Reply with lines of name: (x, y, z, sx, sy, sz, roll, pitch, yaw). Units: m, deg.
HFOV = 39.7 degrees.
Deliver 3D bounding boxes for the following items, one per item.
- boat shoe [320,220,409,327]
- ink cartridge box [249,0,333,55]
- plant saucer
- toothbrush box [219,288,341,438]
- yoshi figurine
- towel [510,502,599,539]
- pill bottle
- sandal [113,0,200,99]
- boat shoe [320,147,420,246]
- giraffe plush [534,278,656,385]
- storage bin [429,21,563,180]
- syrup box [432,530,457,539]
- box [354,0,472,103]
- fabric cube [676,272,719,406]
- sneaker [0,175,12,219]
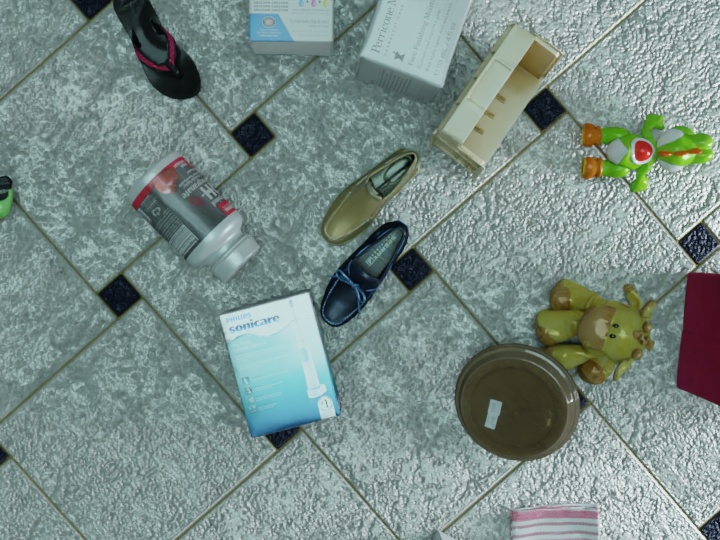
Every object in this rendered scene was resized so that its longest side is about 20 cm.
boat shoe: (0.000, 0.000, 1.571, 0.084, 0.069, 0.200, 31, 91, -2)
ink cartridge box: (-0.103, -0.439, 1.523, 0.128, 0.125, 0.201, 0, 93, -1)
plant saucer: (0.243, 0.212, 1.569, 0.199, 0.029, 0.201, 6, 108, 17)
toothbrush box: (-0.123, 0.143, 1.565, 0.146, 0.085, 0.201, -16, 93, 0)
yoshi figurine: (0.450, -0.190, 1.578, 0.199, 0.113, 0.112, 0, 52, 12)
towel: (0.321, 0.479, 1.619, 0.146, 0.030, 0.201, -4, 93, 0)
pill bottle: (-0.254, -0.078, 1.541, 0.111, 0.111, 0.200, -45, 93, 1)
sandal: (-0.324, -0.353, 1.560, 0.075, 0.045, 0.200, -33, 93, 0)
boat shoe: (0.013, -0.119, 1.563, 0.072, 0.076, 0.200, 42, 91, -3)
giraffe plush: (0.380, 0.100, 1.537, 0.199, 0.162, 0.173, -4, 92, -1)
storage bin: (0.200, -0.252, 1.503, 0.094, 0.199, 0.200, 35, 91, 1)
syrup box: (0.113, 0.527, 1.589, 0.079, 0.081, 0.200, 29, 90, -1)
box: (0.084, -0.373, 1.493, 0.130, 0.200, 0.200, 19, 92, -3)
fabric cube: (0.620, 0.110, 1.527, 0.195, 0.199, 0.201, 5, 92, -3)
sneaker: (-0.636, -0.139, 1.556, 0.199, 0.077, 0.084, 16, 74, -5)
